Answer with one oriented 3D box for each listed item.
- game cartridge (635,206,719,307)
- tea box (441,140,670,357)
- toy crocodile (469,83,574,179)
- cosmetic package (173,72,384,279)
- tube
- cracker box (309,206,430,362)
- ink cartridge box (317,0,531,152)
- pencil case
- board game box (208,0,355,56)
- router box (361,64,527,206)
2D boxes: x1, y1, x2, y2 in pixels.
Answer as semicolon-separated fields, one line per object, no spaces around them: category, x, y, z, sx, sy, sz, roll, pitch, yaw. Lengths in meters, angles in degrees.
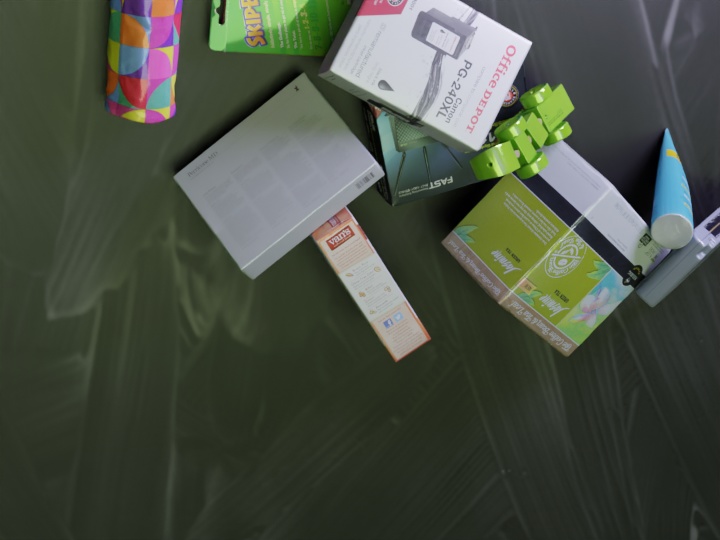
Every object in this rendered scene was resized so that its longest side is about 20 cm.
game cartridge;0.428;-0.023;1.809;0.041;0.200;0.133;43;125;13
tea box;0.245;-0.030;1.745;0.197;0.134;0.200;-47;140;8
toy crocodile;0.195;-0.162;1.646;0.062;0.200;0.068;-18;112;42
cosmetic package;-0.096;-0.110;1.637;0.200;0.151;0.052;-38;161;2
tube;0.393;-0.100;1.768;0.050;0.200;0.077;-8;121;18
cracker box;0.000;0.000;1.717;0.058;0.134;0.200;-34;118;0
ink cartridge box;0.075;-0.242;1.604;0.200;0.083;0.145;27;88;-12
pencil case;-0.240;-0.262;1.564;0.088;0.088;0.200;1;115;-17
board game box;-0.076;-0.298;1.626;0.200;0.030;0.096;-1;112;-19
router box;0.108;-0.179;1.712;0.200;0.062;0.150;-17;117;-9
